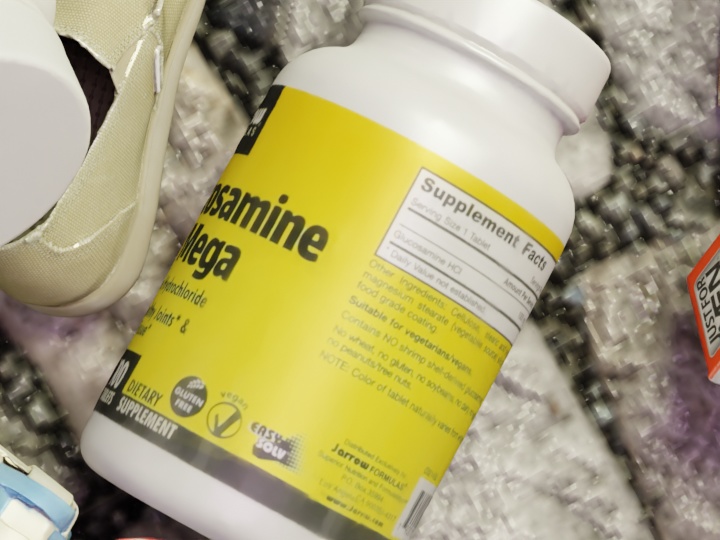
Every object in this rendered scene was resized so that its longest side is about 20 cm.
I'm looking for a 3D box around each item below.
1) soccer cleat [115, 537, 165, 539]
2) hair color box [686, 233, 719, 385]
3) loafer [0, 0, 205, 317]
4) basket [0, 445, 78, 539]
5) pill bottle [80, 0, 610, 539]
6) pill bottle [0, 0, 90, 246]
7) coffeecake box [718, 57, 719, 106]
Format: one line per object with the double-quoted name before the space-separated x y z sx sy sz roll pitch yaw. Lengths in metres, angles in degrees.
"soccer cleat" -0.016 0.144 0.827 0.200 0.085 0.069 36 78 -30
"hair color box" 0.203 -0.033 0.841 0.101 0.061 0.200 23 122 -19
"loafer" -0.095 -0.085 0.856 0.075 0.068 0.201 3 88 16
"basket" -0.201 0.114 0.810 0.176 0.139 0.200 38 75 -5
"pill bottle" 0.000 0.000 0.852 0.112 0.112 0.200 29 85 -5
"pill bottle" -0.162 -0.103 0.793 0.114 0.114 0.200 -25 58 -7
"coffeecake box" 0.212 -0.154 0.901 0.153 0.073 0.201 4 88 -6
